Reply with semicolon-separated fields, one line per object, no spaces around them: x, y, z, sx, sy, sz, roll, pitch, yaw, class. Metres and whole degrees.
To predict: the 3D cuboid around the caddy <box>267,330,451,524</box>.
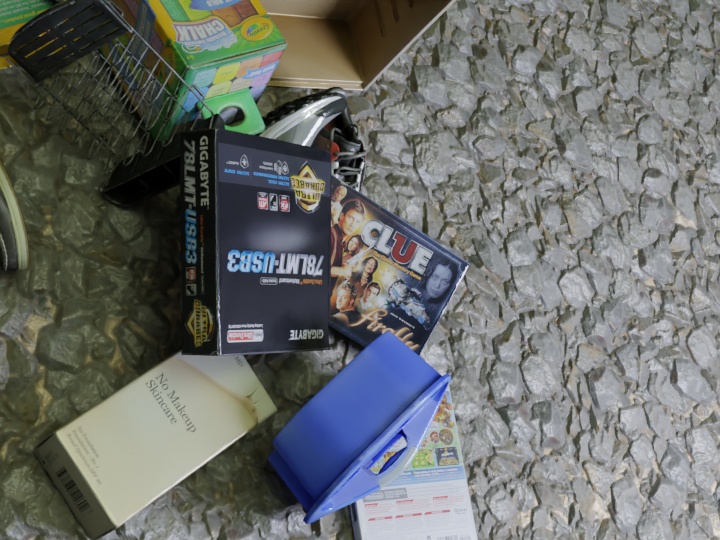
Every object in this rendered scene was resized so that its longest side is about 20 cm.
0.004;0.156;1.228;0.105;0.142;0.200;44;69;9;caddy

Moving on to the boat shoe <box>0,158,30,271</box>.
-0.361;-0.086;1.168;0.065;0.072;0.203;-19;81;-25;boat shoe

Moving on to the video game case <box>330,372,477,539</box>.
0.047;0.207;1.327;0.142;0.018;0.202;1;70;-31;video game case

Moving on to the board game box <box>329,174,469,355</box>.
0.000;0.000;1.338;0.199;0.035;0.136;31;85;-17;board game box

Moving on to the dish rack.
-0.234;-0.160;1.198;0.200;0.152;0.055;47;39;-32;dish rack

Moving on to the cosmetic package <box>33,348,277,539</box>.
-0.186;0.147;1.174;0.199;0.073;0.104;-35;90;-36;cosmetic package

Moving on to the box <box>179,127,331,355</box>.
-0.094;-0.022;1.198;0.199;0.049;0.201;5;83;-60;box

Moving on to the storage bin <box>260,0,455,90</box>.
-0.038;-0.284;1.365;0.197;0.200;0.095;-3;71;-32;storage bin

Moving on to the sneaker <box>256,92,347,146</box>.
-0.090;-0.115;1.327;0.200;0.074;0.080;-41;107;-12;sneaker

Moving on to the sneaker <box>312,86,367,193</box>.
-0.029;-0.105;1.368;0.076;0.082;0.202;-4;74;-33;sneaker

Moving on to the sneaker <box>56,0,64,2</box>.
-0.248;-0.339;1.289;0.074;0.081;0.200;47;41;-12;sneaker

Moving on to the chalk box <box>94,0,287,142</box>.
-0.165;-0.218;1.282;0.124;0.124;0.201;-22;70;-36;chalk box

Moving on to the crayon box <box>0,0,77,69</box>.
-0.376;-0.279;1.245;0.125;0.051;0.201;-25;84;-36;crayon box
